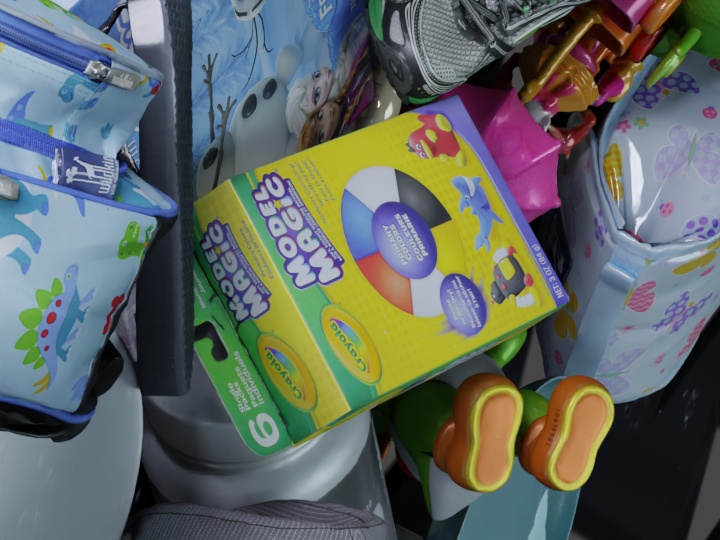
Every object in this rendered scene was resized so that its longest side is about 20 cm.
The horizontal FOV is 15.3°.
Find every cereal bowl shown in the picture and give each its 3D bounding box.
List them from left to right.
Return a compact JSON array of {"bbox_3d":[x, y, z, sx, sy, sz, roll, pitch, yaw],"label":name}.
[{"bbox_3d":[-0.179,0.095,1.081,0.200,0.083,0.201,-43,145,-41],"label":"cereal bowl"}]

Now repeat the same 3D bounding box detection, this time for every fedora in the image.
[{"bbox_3d":[-0.055,0.147,1.181,0.176,0.199,0.091,2,82,-40],"label":"fedora"}]

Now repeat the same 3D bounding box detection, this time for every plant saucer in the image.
[{"bbox_3d":[0.077,0.152,1.527,0.200,0.027,0.201,-49,149,-44],"label":"plant saucer"}]

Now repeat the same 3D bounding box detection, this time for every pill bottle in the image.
[{"bbox_3d":[-0.045,0.099,1.302,0.114,0.113,0.201,-51,149,-29],"label":"pill bottle"}]

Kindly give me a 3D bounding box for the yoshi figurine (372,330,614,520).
[{"bbox_3d":[0.038,0.042,1.342,0.112,0.200,0.113,-40,119,-18],"label":"yoshi figurine"}]

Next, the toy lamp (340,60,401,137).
[{"bbox_3d":[0.005,-0.077,1.330,0.201,0.058,0.058,-62,153,-6],"label":"toy lamp"}]

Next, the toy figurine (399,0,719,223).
[{"bbox_3d":[0.095,-0.098,1.444,0.184,0.150,0.200,-48,175,-9],"label":"toy figurine"}]

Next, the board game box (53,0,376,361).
[{"bbox_3d":[-0.071,-0.097,1.182,0.199,0.043,0.201,-48,148,-32],"label":"board game box"}]

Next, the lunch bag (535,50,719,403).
[{"bbox_3d":[0.172,-0.032,1.578,0.200,0.127,0.170,-56,167,-35],"label":"lunch bag"}]

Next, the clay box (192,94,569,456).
[{"bbox_3d":[0.000,0.000,1.204,0.048,0.115,0.200,-32,175,40],"label":"clay box"}]

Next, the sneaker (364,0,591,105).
[{"bbox_3d":[0.074,-0.149,1.279,0.200,0.085,0.078,-45,122,-35],"label":"sneaker"}]

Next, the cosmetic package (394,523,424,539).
[{"bbox_3d":[-0.039,0.234,1.468,0.200,0.071,0.102,-53,151,-28],"label":"cosmetic package"}]

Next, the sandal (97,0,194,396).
[{"bbox_3d":[-0.090,-0.040,1.074,0.076,0.043,0.201,-86,177,-67],"label":"sandal"}]

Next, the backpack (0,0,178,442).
[{"bbox_3d":[-0.177,-0.044,0.869,0.199,0.182,0.148,13,99,-53],"label":"backpack"}]
